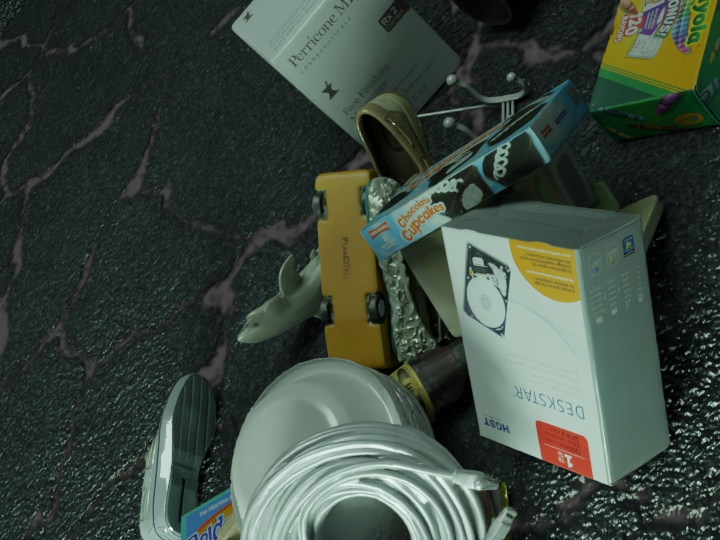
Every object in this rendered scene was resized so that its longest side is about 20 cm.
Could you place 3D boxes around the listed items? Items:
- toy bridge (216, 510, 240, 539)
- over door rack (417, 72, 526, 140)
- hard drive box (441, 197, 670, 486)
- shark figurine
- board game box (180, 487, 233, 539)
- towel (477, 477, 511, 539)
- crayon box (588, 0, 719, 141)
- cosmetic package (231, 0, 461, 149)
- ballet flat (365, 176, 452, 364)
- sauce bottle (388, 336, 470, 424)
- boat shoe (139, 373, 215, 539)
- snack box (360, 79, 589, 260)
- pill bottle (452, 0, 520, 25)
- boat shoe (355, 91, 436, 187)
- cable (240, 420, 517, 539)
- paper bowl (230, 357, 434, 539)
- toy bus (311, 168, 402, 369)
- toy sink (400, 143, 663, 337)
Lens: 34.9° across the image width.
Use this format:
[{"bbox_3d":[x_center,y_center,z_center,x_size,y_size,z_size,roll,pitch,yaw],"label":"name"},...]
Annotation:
[{"bbox_3d":[-0.093,0.303,1.073,0.067,0.027,0.200,-52,37,1],"label":"toy bridge"},{"bbox_3d":[0.085,-0.137,1.267,0.199,0.067,0.148,-15,48,26],"label":"over door rack"},{"bbox_3d":[0.159,0.052,0.936,0.077,0.201,0.155,-25,22,-32],"label":"hard drive box"},{"bbox_3d":[-0.035,0.010,1.290,0.089,0.128,0.215,43,106,18],"label":"shark figurine"},{"bbox_3d":[-0.116,0.309,1.153,0.152,0.045,0.201,-34,39,24],"label":"board game box"},{"bbox_3d":[0.054,0.278,1.012,0.199,0.023,0.144,-32,41,27],"label":"towel"},{"bbox_3d":[0.310,-0.231,1.129,0.118,0.058,0.201,-5,56,46],"label":"crayon box"},{"bbox_3d":[-0.019,-0.282,1.416,0.165,0.200,0.165,-49,36,5],"label":"cosmetic package"},{"bbox_3d":[0.057,0.000,1.136,0.071,0.201,0.072,-10,17,3],"label":"ballet flat"},{"bbox_3d":[0.054,0.120,1.110,0.200,0.066,0.066,-42,37,17],"label":"sauce bottle"},{"bbox_3d":[-0.222,0.215,1.325,0.066,0.073,0.201,-19,48,34],"label":"boat shoe"},{"bbox_3d":[0.100,-0.087,1.013,0.200,0.037,0.116,-31,10,37],"label":"snack box"},{"bbox_3d":[0.186,-0.399,1.366,0.112,0.112,0.201,12,70,51],"label":"pill bottle"},{"bbox_3d":[0.053,-0.084,1.180,0.071,0.201,0.064,-26,8,35],"label":"boat shoe"},{"bbox_3d":[0.005,0.219,0.936,0.069,0.199,0.201,-59,-6,-81],"label":"cable"},{"bbox_3d":[-0.037,0.179,1.047,0.200,0.104,0.202,-14,65,33],"label":"paper bowl"},{"bbox_3d":[0.000,0.000,1.173,0.065,0.078,0.202,-4,90,24],"label":"toy bus"},{"bbox_3d":[0.157,-0.045,1.054,0.199,0.112,0.130,-25,14,33],"label":"toy sink"}]
